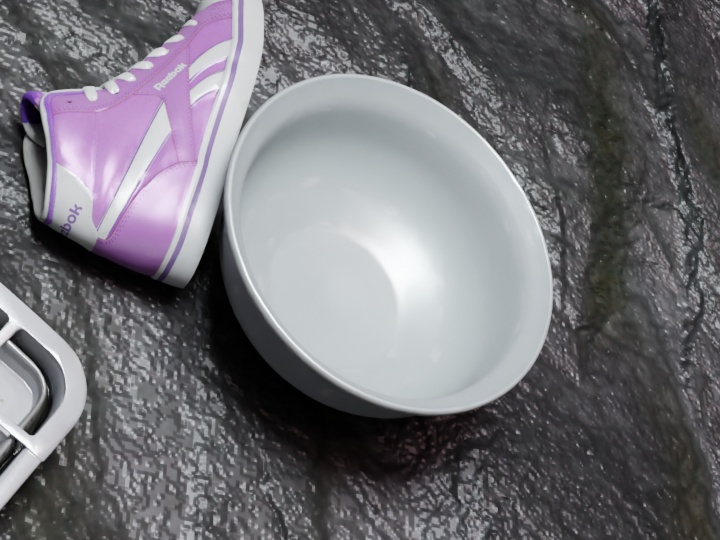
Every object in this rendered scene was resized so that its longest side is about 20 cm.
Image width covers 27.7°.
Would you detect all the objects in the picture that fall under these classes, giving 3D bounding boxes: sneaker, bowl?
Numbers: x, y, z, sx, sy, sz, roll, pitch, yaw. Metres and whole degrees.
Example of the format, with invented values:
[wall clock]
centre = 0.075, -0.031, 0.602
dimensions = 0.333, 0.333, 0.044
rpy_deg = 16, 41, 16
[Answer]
[sneaker]
centre = -0.120, -0.097, 0.793
dimensions = 0.113, 0.073, 0.202
rpy_deg = 21, 52, -14
[bowl]
centre = 0.000, 0.000, 0.800
dimensions = 0.199, 0.090, 0.203
rpy_deg = 15, 58, -25

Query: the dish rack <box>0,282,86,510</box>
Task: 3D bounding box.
[dish rack]
centre = -0.237, 0.066, 0.641
dimensions = 0.171, 0.044, 0.200
rpy_deg = 42, 50, -7
